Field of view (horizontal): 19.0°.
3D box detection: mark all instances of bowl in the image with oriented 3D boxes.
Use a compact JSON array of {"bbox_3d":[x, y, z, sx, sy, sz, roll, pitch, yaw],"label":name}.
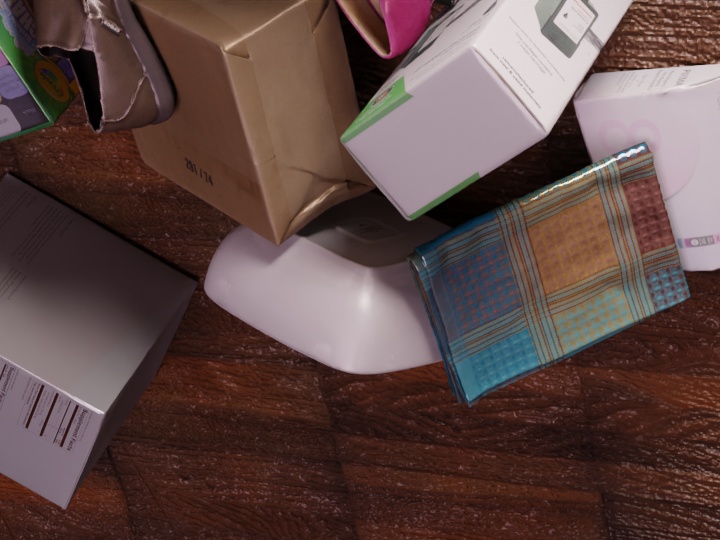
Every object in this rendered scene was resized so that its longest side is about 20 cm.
[{"bbox_3d":[0.000,0.000,1.676,0.200,0.200,0.075,27,119,39],"label":"bowl"}]

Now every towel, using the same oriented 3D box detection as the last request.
[{"bbox_3d":[0.143,0.004,1.606,0.200,0.022,0.147,-25,121,-7],"label":"towel"}]

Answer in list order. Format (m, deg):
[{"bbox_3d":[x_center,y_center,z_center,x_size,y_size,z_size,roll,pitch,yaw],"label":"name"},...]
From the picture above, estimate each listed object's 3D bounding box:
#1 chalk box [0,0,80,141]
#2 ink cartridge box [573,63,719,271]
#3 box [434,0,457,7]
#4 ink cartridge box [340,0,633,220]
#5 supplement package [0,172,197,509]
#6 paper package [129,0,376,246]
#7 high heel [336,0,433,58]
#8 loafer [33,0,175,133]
[{"bbox_3d":[-0.292,-0.179,1.693,0.124,0.200,0.124,-13,119,33],"label":"chalk box"},{"bbox_3d":[0.274,-0.077,1.603,0.200,0.057,0.163,0,126,32],"label":"ink cartridge box"},{"bbox_3d":[-0.004,-0.306,1.557,0.193,0.048,0.200,19,133,15],"label":"box"},{"bbox_3d":[0.093,-0.145,1.534,0.084,0.200,0.146,48,131,-11],"label":"ink cartridge box"},{"bbox_3d":[-0.286,0.061,1.889,0.200,0.191,0.147,30,134,2],"label":"supplement package"},{"bbox_3d":[-0.099,-0.144,1.642,0.200,0.103,0.191,29,143,45],"label":"paper package"},{"bbox_3d":[-0.028,-0.238,1.527,0.200,0.096,0.067,45,133,-15],"label":"high heel"},{"bbox_3d":[-0.208,-0.188,1.584,0.200,0.071,0.073,62,155,-9],"label":"loafer"}]
